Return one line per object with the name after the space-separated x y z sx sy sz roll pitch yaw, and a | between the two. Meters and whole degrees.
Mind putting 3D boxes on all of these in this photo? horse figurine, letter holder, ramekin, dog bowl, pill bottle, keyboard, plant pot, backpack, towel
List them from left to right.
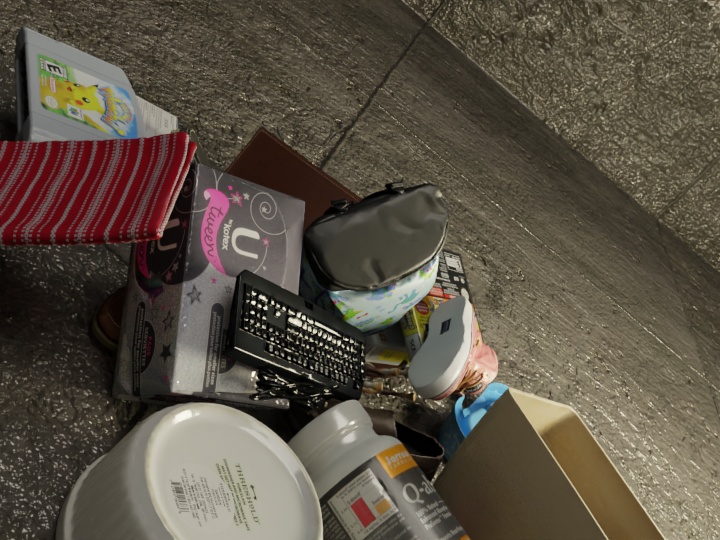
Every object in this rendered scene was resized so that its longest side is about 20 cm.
-0.247 -0.070 0.706 0.197 0.023 0.146 -1 40 5 | towel
-0.121 0.199 0.655 0.199 0.105 0.201 32 29 -20 | ramekin
-0.087 -0.059 1.088 0.199 0.143 0.101 36 -8 18 | letter holder
-0.043 0.076 0.764 0.199 0.039 0.106 30 60 -50 | keyboard
-0.011 0.110 0.941 0.131 0.051 0.200 11 -6 21 | horse figurine
0.000 0.000 0.915 0.161 0.200 0.156 -21 93 -22 | backpack
0.017 0.229 0.784 0.201 0.117 0.116 53 29 20 | pill bottle
0.169 0.213 1.087 0.112 0.050 0.199 51 27 18 | dog bowl
0.173 0.262 0.851 0.199 0.177 0.201 24 29 -55 | plant pot

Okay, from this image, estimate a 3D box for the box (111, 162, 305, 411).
-0.138 0.022 0.782 0.131 0.114 0.203 16 70 -41 | box

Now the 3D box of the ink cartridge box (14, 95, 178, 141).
-0.287 -0.147 0.977 0.198 0.076 0.137 24 33 -29 | ink cartridge box

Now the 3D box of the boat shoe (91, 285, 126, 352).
-0.192 0.021 0.864 0.072 0.068 0.200 44 27 6 | boat shoe

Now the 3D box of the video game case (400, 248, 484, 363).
0.102 0.055 1.093 0.199 0.025 0.183 12 61 -59 | video game case

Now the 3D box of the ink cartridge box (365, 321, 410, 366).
0.043 0.047 1.172 0.199 0.047 0.199 16 35 -43 | ink cartridge box

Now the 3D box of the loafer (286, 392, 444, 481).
0.009 0.168 0.912 0.199 0.071 0.073 30 28 -22 | loafer

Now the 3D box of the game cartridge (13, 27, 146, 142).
-0.292 -0.168 0.886 0.132 0.040 0.201 22 35 -41 | game cartridge

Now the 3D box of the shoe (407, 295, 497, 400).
0.114 0.110 0.965 0.092 0.071 0.200 58 22 -13 | shoe

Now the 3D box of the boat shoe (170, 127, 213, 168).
-0.157 -0.075 0.977 0.072 0.065 0.203 -49 118 -82 | boat shoe
